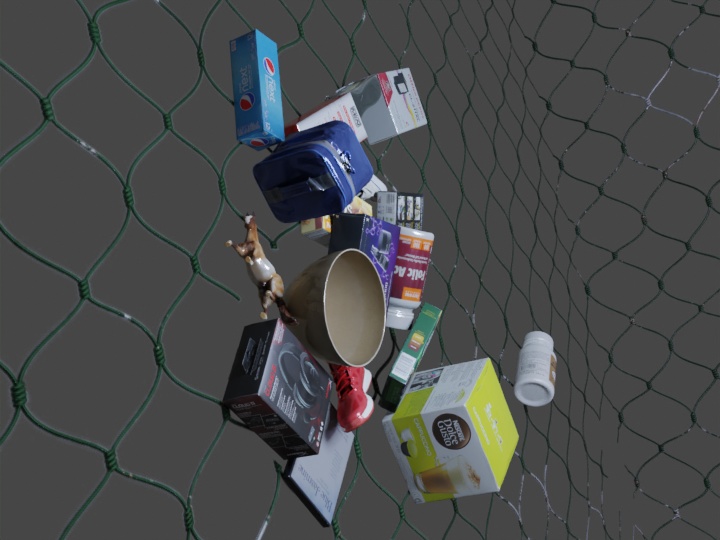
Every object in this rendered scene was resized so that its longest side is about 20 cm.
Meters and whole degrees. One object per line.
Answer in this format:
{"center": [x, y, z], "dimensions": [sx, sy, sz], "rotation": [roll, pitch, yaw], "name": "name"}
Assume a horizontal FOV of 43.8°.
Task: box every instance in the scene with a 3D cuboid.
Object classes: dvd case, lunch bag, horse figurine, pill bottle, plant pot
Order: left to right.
{"center": [-0.166, 0.006, 1.495], "dimensions": [0.202, 0.049, 0.133], "rotation": [62, 9, -6], "name": "horse figurine"}
{"center": [-0.082, -0.168, 1.584], "dimensions": [0.137, 0.198, 0.133], "rotation": [60, 44, -22], "name": "lunch bag"}
{"center": [-0.070, 0.322, 1.564], "dimensions": [0.143, 0.017, 0.201], "rotation": [57, 32, -32], "name": "dvd case"}
{"center": [-0.062, 0.069, 1.568], "dimensions": [0.200, 0.133, 0.203], "rotation": [13, 74, -58], "name": "plant pot"}
{"center": [0.078, 0.013, 1.830], "dimensions": [0.114, 0.113, 0.203], "rotation": [6, 96, -60], "name": "pill bottle"}
{"center": [0.497, 0.275, 2.539], "dimensions": [0.115, 0.113, 0.201], "rotation": [56, 33, -31], "name": "pill bottle"}

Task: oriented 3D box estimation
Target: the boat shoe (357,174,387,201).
{"center": [-0.003, -0.180, 1.890], "dimensions": [0.066, 0.071, 0.200], "rotation": [-65, 156, -9], "name": "boat shoe"}

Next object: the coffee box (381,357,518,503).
{"center": [0.191, 0.330, 1.853], "dimensions": [0.202, 0.196, 0.200], "rotation": [67, 29, -13], "name": "coffee box"}

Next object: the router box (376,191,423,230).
{"center": [0.086, -0.070, 1.957], "dimensions": [0.149, 0.050, 0.203], "rotation": [-5, 98, -62], "name": "router box"}

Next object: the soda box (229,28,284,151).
{"center": [-0.187, -0.325, 1.618], "dimensions": [0.068, 0.064, 0.203], "rotation": [22, 58, -57], "name": "soda box"}

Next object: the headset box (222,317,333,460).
{"center": [-0.134, 0.188, 1.450], "dimensions": [0.201, 0.076, 0.150], "rotation": [54, 34, -37], "name": "headset box"}

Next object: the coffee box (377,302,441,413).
{"center": [0.101, 0.175, 1.815], "dimensions": [0.124, 0.044, 0.201], "rotation": [105, 12, -51], "name": "coffee box"}

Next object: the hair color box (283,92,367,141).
{"center": [-0.074, -0.269, 1.769], "dimensions": [0.200, 0.061, 0.103], "rotation": [-41, 113, -48], "name": "hair color box"}

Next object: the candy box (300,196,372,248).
{"center": [-0.045, -0.102, 1.781], "dimensions": [0.199, 0.055, 0.117], "rotation": [27, 54, -55], "name": "candy box"}

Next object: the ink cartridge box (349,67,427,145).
{"center": [0.069, -0.390, 2.106], "dimensions": [0.200, 0.082, 0.147], "rotation": [-34, 105, -61], "name": "ink cartridge box"}

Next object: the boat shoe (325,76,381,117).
{"center": [-0.028, -0.362, 1.932], "dimensions": [0.202, 0.064, 0.075], "rotation": [-47, 129, -42], "name": "boat shoe"}

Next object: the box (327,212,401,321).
{"center": [0.000, 0.000, 1.725], "dimensions": [0.141, 0.078, 0.203], "rotation": [13, 85, -54], "name": "box"}

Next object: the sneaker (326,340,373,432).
{"center": [-0.036, 0.202, 1.621], "dimensions": [0.116, 0.078, 0.200], "rotation": [53, 10, -17], "name": "sneaker"}
